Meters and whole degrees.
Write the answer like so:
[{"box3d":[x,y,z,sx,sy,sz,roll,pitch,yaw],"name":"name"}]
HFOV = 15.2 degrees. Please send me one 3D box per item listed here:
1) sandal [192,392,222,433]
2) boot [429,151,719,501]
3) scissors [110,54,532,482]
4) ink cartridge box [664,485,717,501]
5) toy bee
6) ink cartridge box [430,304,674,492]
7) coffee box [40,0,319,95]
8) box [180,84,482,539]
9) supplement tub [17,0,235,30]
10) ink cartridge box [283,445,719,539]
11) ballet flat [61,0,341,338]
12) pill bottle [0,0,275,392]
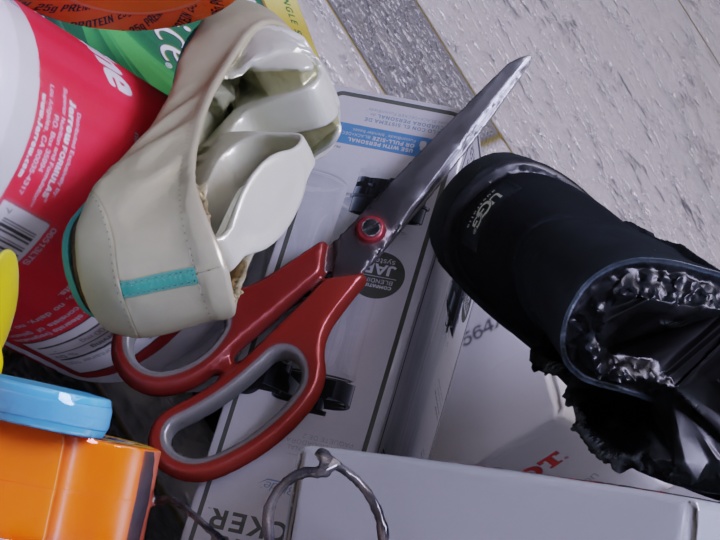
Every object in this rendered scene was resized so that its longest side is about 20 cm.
[{"box3d":[-0.044,-0.003,1.151,0.057,0.080,0.202,9,50,-48],"name":"sandal"},{"box3d":[0.121,0.043,0.925,0.200,0.077,0.168,37,4,-23],"name":"boot"},{"box3d":[0.000,0.000,0.965,0.073,0.200,0.014,51,-13,25],"name":"scissors"},{"box3d":[0.127,0.181,1.105,0.084,0.200,0.147,36,30,-42],"name":"ink cartridge box"},{"box3d":[-0.109,0.074,0.873,0.200,0.131,0.109,34,-8,-12],"name":"toy bee"},{"box3d":[0.075,0.103,1.179,0.200,0.146,0.085,35,32,-43],"name":"ink cartridge box"},{"box3d":[-0.107,-0.098,1.101,0.199,0.044,0.123,13,39,-31],"name":"coffee box"},{"box3d":[-0.006,0.047,1.012,0.117,0.060,0.201,76,27,-64],"name":"box"},{"box3d":[-0.083,-0.197,0.978,0.122,0.122,0.201,31,51,-48],"name":"supplement tub"},{"box3d":[0.079,0.115,0.931,0.200,0.145,0.083,18,79,-63],"name":"ink cartridge box"},{"box3d":[-0.040,-0.042,0.944,0.070,0.069,0.200,50,33,-18],"name":"ballet flat"},{"box3d":[-0.113,-0.025,0.994,0.200,0.112,0.113,31,33,-50],"name":"pill bottle"}]
